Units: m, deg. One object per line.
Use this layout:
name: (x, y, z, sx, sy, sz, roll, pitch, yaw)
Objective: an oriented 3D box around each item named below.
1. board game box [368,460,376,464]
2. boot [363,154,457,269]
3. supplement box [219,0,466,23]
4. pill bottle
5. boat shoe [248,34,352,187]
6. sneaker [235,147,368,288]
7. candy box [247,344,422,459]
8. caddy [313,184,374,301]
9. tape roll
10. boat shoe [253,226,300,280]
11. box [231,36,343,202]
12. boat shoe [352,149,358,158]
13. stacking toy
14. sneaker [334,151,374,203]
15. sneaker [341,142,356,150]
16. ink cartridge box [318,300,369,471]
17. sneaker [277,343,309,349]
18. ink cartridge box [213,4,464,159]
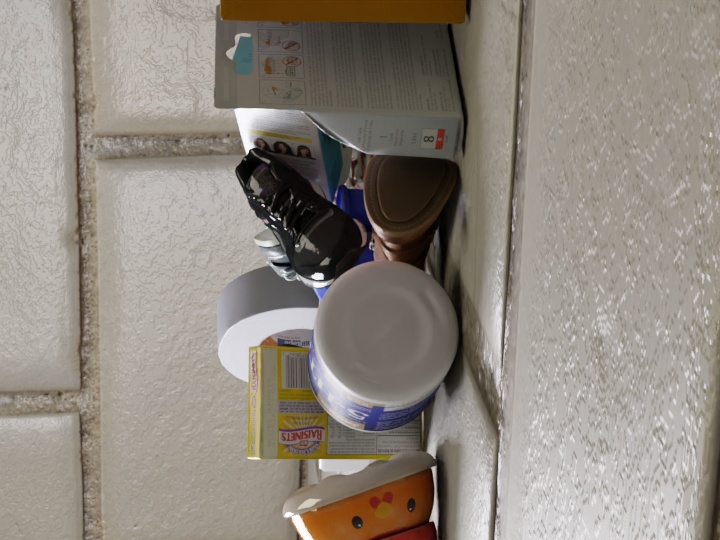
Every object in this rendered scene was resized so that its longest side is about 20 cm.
board game box: (0.032, 0.259, 1.762, 0.201, 0.040, 0.154, 95, 173, -48)
boot: (0.033, -0.039, 1.483, 0.200, 0.076, 0.156, -89, 6, -54)
supplement box: (-0.018, -0.298, 1.414, 0.200, 0.196, 0.133, -100, 11, -62)
pill bottle: (0.014, 0.074, 1.493, 0.200, 0.119, 0.120, 104, 165, -73)
boat shoe: (-0.065, -0.175, 1.816, 0.060, 0.072, 0.203, -22, 86, 63)
sneaker: (-0.066, -0.051, 1.586, 0.076, 0.087, 0.200, -50, 31, 2)
candy box: (-0.020, 0.124, 1.614, 0.026, 0.199, 0.103, -4, 83, 48)
caddy: (0.000, 0.000, 1.750, 0.200, 0.104, 0.142, 99, 169, -60)
tape roll: (-0.075, 0.070, 2.110, 0.201, 0.199, 0.066, 97, 171, -56)
boat shoe: (-0.063, -0.024, 1.766, 0.200, 0.073, 0.062, -107, -6, -86)
box: (-0.069, -0.139, 1.644, 0.200, 0.082, 0.049, 81, -159, -61)
boat shoe: (0.004, -0.117, 1.925, 0.060, 0.073, 0.201, -79, -12, -51)
stacking toy: (0.027, 0.271, 1.544, 0.146, 0.145, 0.201, 118, 132, -80)
sneaker: (-0.004, -0.085, 1.838, 0.201, 0.104, 0.076, 99, 172, -57)
sneaker: (0.019, -0.159, 1.574, 0.200, 0.090, 0.079, -27, -80, -83)
ink cartridge box: (-0.006, 0.108, 1.961, 0.146, 0.087, 0.201, -95, 8, -50)
sneaker: (-0.013, 0.091, 1.688, 0.067, 0.090, 0.200, 61, -166, 24)
ink cartridge box: (-0.021, -0.157, 1.433, 0.163, 0.199, 0.050, -95, 6, -50)
